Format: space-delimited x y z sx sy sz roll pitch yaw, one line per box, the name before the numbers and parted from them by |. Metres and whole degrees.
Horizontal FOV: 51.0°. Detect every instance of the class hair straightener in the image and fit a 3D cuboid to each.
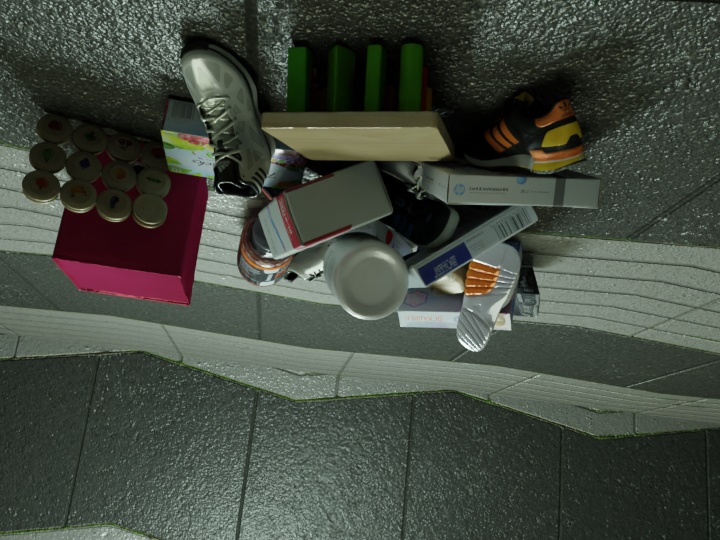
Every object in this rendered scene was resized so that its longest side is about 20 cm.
hair straightener | -0.113 -0.120 1.247 0.076 0.042 0.200 4 163 8

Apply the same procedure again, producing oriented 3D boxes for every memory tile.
memory tile | -0.370 -0.143 1.081 0.197 0.155 0.017 13 148 -20

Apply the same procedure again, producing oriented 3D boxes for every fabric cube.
fabric cube | -0.359 -0.074 1.215 0.193 0.202 0.200 9 163 -7

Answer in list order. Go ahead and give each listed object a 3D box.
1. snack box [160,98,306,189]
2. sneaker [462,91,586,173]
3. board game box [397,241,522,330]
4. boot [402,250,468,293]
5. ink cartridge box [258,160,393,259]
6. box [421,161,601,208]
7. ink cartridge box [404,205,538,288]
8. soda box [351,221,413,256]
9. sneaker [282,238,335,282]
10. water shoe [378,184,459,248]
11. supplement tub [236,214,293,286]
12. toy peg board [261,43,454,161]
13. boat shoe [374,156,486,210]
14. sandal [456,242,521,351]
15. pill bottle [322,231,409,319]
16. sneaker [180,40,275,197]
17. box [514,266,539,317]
snack box | -0.175 -0.174 1.072 0.197 0.054 0.142 8 165 -7
sneaker | 0.196 -0.175 0.930 0.069 0.091 0.199 -20 -160 -24
board game box | 0.183 0.023 1.360 0.197 0.201 0.042 0 129 18
boot | 0.113 0.009 1.309 0.199 0.074 0.076 -4 125 56
ink cartridge box | -0.059 -0.086 1.117 0.144 0.084 0.200 -23 -177 -18
box | 0.192 -0.115 0.998 0.197 0.042 0.156 0 -167 -7
ink cartridge box | 0.153 -0.037 1.160 0.195 0.044 0.200 -31 -178 -6
soda box | 0.035 -0.041 1.415 0.067 0.065 0.200 -3 162 23
sneaker | -0.078 -0.016 1.515 0.198 0.081 0.073 -7 158 32
water shoe | 0.067 -0.087 1.150 0.078 0.072 0.199 29 176 -33
supplement tub | -0.176 -0.042 1.415 0.105 0.109 0.200 9 164 -10
toy peg board | 0.008 -0.197 0.903 0.197 0.100 0.199 3 179 13
boat shoe | 0.101 -0.134 1.085 0.197 0.064 0.073 12 162 -18
sandal | 0.207 0.036 1.228 0.079 0.059 0.209 29 127 20
pill bottle | 0.000 0.000 1.175 0.113 0.116 0.200 10 -172 -12
sneaker | -0.157 -0.168 0.908 0.075 0.117 0.201 -12 140 15
box | 0.243 0.033 1.470 0.197 0.051 0.158 4 -160 6
